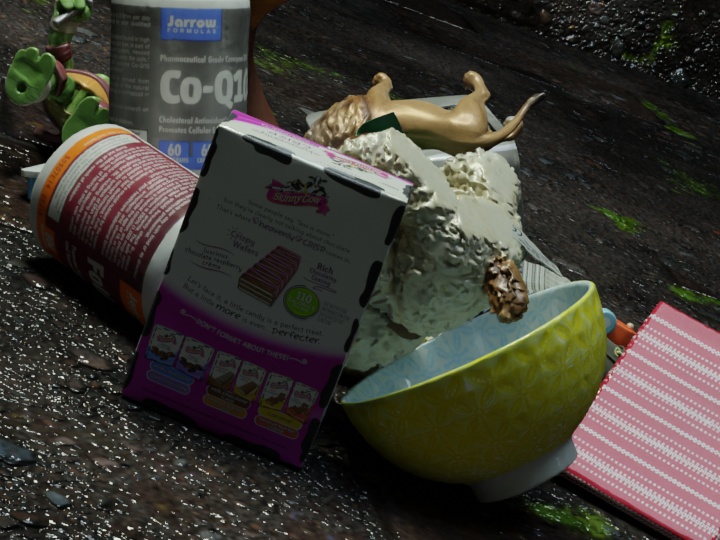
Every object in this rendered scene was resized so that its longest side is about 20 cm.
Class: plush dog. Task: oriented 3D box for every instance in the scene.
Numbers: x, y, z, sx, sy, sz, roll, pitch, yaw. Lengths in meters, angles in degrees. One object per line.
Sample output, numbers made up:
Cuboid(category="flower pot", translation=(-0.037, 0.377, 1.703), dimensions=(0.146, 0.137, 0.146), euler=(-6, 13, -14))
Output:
Cuboid(category="plush dog", translation=(0.030, 0.010, 1.418), dimensions=(0.199, 0.172, 0.161), euler=(6, 51, -51))

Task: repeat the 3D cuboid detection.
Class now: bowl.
Cuboid(category="bowl", translation=(0.095, 0.098, 1.390), dimensions=(0.108, 0.199, 0.200), euler=(65, 18, -4))

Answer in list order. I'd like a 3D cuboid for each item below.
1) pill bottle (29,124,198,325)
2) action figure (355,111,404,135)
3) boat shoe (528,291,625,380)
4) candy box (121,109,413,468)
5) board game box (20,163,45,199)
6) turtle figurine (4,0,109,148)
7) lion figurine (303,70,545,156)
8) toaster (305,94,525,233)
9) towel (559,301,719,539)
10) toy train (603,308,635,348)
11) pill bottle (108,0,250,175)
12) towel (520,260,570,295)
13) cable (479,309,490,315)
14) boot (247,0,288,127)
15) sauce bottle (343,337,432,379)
Cuboid(category="pill bottle", translation=(-0.144, -0.018, 1.468), dimensions=(0.199, 0.115, 0.114), euler=(33, 19, 34))
Cuboid(category="action figure", translation=(0.037, -0.034, 1.663), dimensions=(0.200, 0.118, 0.055), euler=(43, 13, -45))
Cuboid(category="boat shoe", translation=(0.202, 0.087, 1.613), dimensions=(0.201, 0.061, 0.072), euler=(32, -19, -26))
Cuboid(category="candy box", translation=(-0.062, 0.012, 1.324), dimensions=(0.135, 0.201, 0.061), euler=(23, 16, 0))
Cuboid(category="board game box", translation=(-0.157, -0.076, 1.687), dimensions=(0.198, 0.026, 0.200), euler=(6, 10, 19))
Cuboid(category="turtle figurine", translation=(-0.218, -0.178, 1.720), dimensions=(0.198, 0.145, 0.194), euler=(-14, 10, 11))
Cuboid(category="lion figurine", translation=(0.051, -0.121, 1.675), dimensions=(0.198, 0.073, 0.123), euler=(-5, 24, 19))
Cuboid(category="toaster", translation=(0.047, -0.077, 1.814), dimensions=(0.179, 0.120, 0.200), euler=(-6, 22, -8))
Cuboid(category="towel", translation=(0.251, 0.120, 1.536), dimensions=(0.144, 0.023, 0.200), euler=(29, 53, 17))
Cuboid(category="toy train", translation=(0.247, 0.087, 1.730), dimensions=(0.150, 0.056, 0.200), euler=(31, 6, -21))
Cuboid(category="pill bottle", translation=(-0.146, -0.175, 1.592), dimensions=(0.113, 0.202, 0.114), euler=(2, 11, 0))
Cuboid(category="towel", translation=(0.124, 0.003, 1.908), dimensions=(0.191, 0.035, 0.200), euler=(22, 15, -1))
Cuboid(category="cable", translation=(0.122, 0.059, 1.697), dimensions=(0.198, 0.051, 0.163), euler=(13, 18, -27))
Cuboid(category="boot", translation=(-0.083, -0.206, 1.659), dimensions=(0.068, 0.200, 0.189), euler=(-24, 80, -46))
Cuboid(category="sauce bottle", translation=(-0.006, 0.048, 1.533), dimensions=(0.198, 0.067, 0.066), euler=(20, 16, -7))
